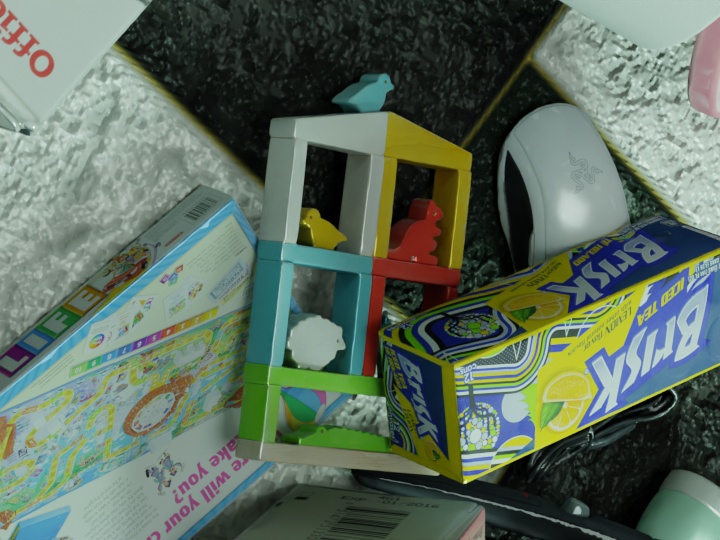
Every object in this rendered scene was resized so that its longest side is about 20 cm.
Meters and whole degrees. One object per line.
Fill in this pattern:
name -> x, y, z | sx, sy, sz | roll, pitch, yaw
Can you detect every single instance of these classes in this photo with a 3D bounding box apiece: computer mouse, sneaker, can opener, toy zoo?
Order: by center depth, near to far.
toy zoo -> 0.000, 0.000, 1.466 | 0.131, 0.020, 0.202 | 9, 86, -44
can opener -> 0.083, 0.143, 1.547 | 0.199, 0.079, 0.064 | 23, 82, -12
computer mouse -> 0.117, 0.010, 1.558 | 0.109, 0.044, 0.201 | -20, 113, -25
sneaker -> 0.210, 0.222, 1.646 | 0.200, 0.074, 0.118 | 46, 71, -18

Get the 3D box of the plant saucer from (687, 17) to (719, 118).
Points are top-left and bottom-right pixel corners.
plant saucer -> 0.235, -0.168, 1.512 | 0.201, 0.051, 0.201 | -57, 163, -27

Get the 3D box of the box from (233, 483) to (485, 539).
box -> -0.004, 0.225, 1.467 | 0.128, 0.108, 0.202 | -37, 129, -66

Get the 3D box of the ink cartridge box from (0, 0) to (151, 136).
ink cartridge box -> -0.147, -0.184, 1.317 | 0.200, 0.085, 0.146 | -50, 122, -14

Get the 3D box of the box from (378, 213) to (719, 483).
box -> 0.107, 0.037, 1.489 | 0.199, 0.064, 0.071 | -22, 118, -33

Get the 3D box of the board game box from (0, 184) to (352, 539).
board game box -> -0.113, 0.073, 1.434 | 0.200, 0.034, 0.135 | -40, 120, -18

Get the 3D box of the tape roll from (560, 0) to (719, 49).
tape roll -> 0.161, -0.212, 1.430 | 0.070, 0.202, 0.203 | 27, 87, -18
